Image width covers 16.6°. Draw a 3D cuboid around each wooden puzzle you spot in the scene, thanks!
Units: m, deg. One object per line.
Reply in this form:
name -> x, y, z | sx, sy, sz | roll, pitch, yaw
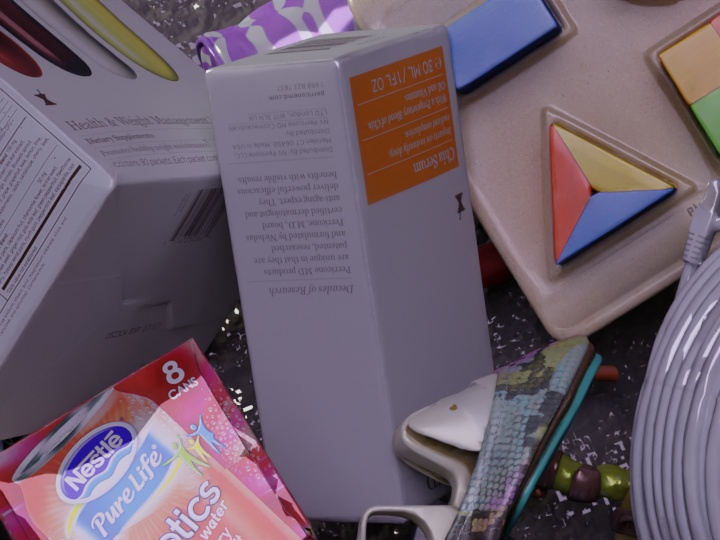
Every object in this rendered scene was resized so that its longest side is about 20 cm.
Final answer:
wooden puzzle -> 0.113, -0.097, 1.104 | 0.185, 0.046, 0.201 | -33, 81, 9

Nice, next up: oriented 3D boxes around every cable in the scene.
cable -> 0.207, 0.076, 1.062 | 0.199, 0.069, 0.201 | 26, 80, -28

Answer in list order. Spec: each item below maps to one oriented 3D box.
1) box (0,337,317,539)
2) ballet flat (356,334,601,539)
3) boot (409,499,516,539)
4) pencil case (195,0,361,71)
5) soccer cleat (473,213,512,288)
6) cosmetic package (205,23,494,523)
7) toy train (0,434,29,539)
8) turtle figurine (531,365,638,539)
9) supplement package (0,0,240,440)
box -> -0.077, 0.116, 0.998 | 0.099, 0.200, 0.096 | -31, 73, -8
ballet flat -> 0.037, 0.103, 1.018 | 0.071, 0.069, 0.201 | 22, 67, 2
boot -> 0.082, 0.208, 1.031 | 0.199, 0.066, 0.165 | 28, 63, 9
pencil case -> 0.017, -0.122, 1.220 | 0.199, 0.084, 0.086 | -26, 30, -10
soccer cleat -> 0.074, -0.033, 1.187 | 0.199, 0.069, 0.086 | -23, 64, -5
cosmetic package -> 0.000, 0.000, 1.085 | 0.071, 0.101, 0.201 | -1, 103, 31
toy train -> -0.217, 0.078, 1.135 | 0.200, 0.087, 0.115 | 42, 104, 25
turtle figurine -> 0.146, 0.133, 1.110 | 0.199, 0.064, 0.162 | 21, 77, -2
supplement package -> -0.165, -0.047, 1.113 | 0.200, 0.191, 0.147 | 40, 109, 17
